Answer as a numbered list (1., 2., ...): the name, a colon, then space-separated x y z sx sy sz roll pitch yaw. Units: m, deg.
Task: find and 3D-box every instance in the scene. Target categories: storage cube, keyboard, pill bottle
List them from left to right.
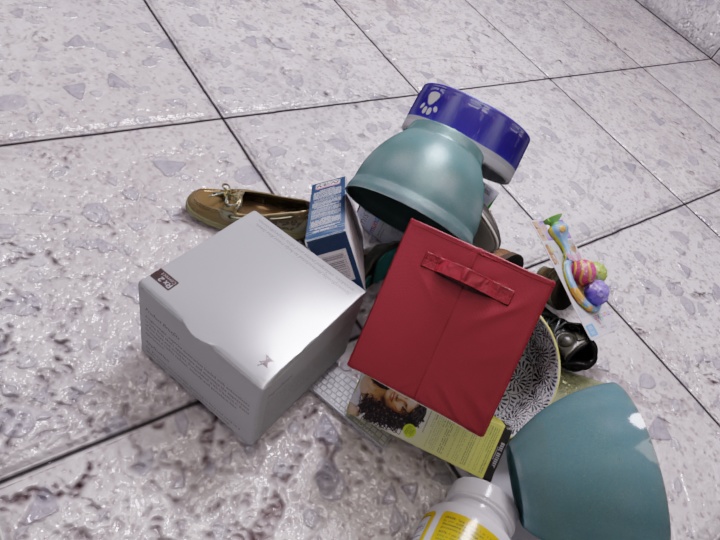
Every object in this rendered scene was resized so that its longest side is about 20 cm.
1. keyboard: -0.034 0.156 0.792 0.199 0.011 0.056 38 47 10
2. pill bottle: 0.099 0.330 0.631 0.112 0.113 0.200 35 47 8
3. storage cube: 0.113 0.061 0.700 0.170 0.181 0.200 25 4 14

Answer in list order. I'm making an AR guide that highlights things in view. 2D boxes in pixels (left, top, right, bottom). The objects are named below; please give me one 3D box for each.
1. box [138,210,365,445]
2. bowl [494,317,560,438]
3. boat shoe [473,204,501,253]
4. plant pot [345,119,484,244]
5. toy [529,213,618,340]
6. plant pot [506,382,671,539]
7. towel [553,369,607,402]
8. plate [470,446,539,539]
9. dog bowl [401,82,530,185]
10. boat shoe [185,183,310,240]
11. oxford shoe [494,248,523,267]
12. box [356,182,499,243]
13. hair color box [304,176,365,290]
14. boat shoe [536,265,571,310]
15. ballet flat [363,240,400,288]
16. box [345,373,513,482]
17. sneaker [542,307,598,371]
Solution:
1. box: -0.135 0.063 0.735 0.198 0.131 0.200 36 47 16
2. bowl: 0.171 0.131 0.822 0.198 0.094 0.203 -2 82 12
3. boat shoe: 0.164 -0.112 0.941 0.057 0.067 0.200 -26 64 -33
4. plant pot: 0.096 -0.128 0.840 0.199 0.200 0.135 29 86 2
5. toy: 0.346 -0.001 0.908 0.115 0.047 0.201 -7 66 -46
6. plant pot: 0.245 0.240 0.677 0.133 0.201 0.202 -9 50 6
7. towel: 0.314 0.213 0.877 0.198 0.037 0.149 18 48 -8
8. plate: 0.258 0.313 0.751 0.198 0.032 0.201 -12 57 -18
9. dog bowl: 0.170 -0.220 0.953 0.199 0.079 0.200 27 6 -3
10. boat shoe: -0.170 -0.101 0.918 0.198 0.063 0.074 8 49 -17
11. oxford shoe: 0.181 0.004 0.991 0.198 0.072 0.071 -13 30 -32
12. box: 0.118 -0.114 1.031 0.176 0.097 0.200 36 47 10
13. hair color box: -0.035 -0.053 0.862 0.060 0.101 0.201 -14 28 7
14. boat shoe: 0.335 0.022 1.009 0.076 0.072 0.199 29 13 29
15. ballet flat: 0.000 0.000 0.905 0.063 0.068 0.200 29 45 16
16. box: 0.085 0.186 0.744 0.198 0.050 0.076 24 88 5
17. sneaker: 0.285 0.086 0.916 0.199 0.114 0.076 38 86 9
